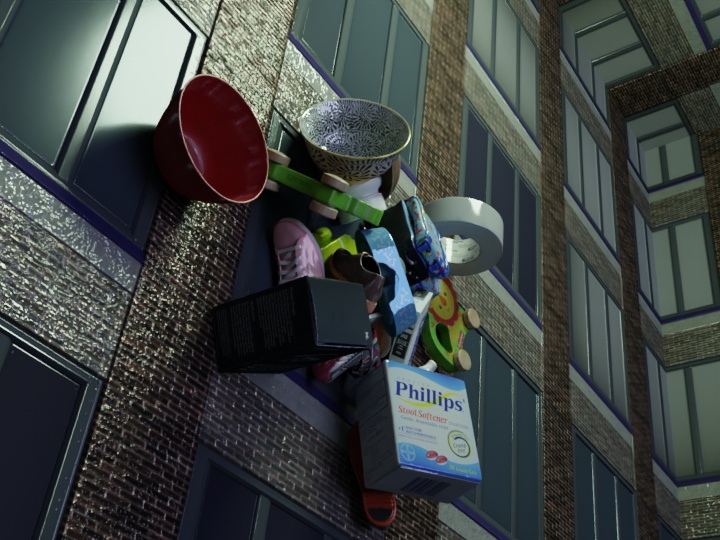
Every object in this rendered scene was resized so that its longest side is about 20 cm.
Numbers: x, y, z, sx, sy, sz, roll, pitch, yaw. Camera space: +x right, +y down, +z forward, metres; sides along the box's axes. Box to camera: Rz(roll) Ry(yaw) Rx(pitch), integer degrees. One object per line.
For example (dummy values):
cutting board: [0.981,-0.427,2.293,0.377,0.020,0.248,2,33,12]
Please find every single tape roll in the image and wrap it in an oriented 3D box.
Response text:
tape roll: [0.210,-0.071,1.997,0.200,0.198,0.067,42,42,-40]

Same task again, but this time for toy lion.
toy lion: [-0.063,-0.134,1.611,0.069,0.198,0.191,-66,157,4]
toy lion: [0.173,0.100,1.996,0.192,0.068,0.201,47,39,-25]

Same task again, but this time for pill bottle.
pill bottle: [-0.025,-0.197,1.765,0.113,0.113,0.203,-21,92,-59]

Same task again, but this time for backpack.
backpack: [0.105,-0.019,1.845,0.201,0.133,0.184,57,15,-34]

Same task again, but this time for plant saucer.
plant saucer: [0.027,-0.236,1.806,0.034,0.200,0.203,-19,91,-20]

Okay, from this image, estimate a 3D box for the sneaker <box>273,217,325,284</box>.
sneaker: [-0.108,0.015,1.559,0.105,0.074,0.203,-36,110,-63]

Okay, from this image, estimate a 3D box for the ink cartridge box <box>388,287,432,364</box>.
ink cartridge box: [0.086,0.141,1.775,0.100,0.039,0.202,-49,156,-63]

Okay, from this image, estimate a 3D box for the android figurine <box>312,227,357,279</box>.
android figurine: [-0.043,0.008,1.703,0.200,0.041,0.184,-39,108,-57]

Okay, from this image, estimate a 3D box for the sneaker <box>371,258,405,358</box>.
sneaker: [0.048,0.061,1.751,0.080,0.070,0.203,-46,149,-70]

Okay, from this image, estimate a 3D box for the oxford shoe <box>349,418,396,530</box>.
oxford shoe: [0.019,0.357,1.625,0.073,0.070,0.202,87,-4,-60]

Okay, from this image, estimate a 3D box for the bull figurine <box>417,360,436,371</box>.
bull figurine: [0.124,0.265,1.783,0.121,0.064,0.203,-8,106,-59]

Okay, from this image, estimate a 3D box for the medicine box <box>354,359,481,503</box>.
medicine box: [0.097,0.280,1.600,0.180,0.103,0.202,18,48,-30]

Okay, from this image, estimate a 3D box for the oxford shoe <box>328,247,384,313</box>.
oxford shoe: [0.000,0.000,1.596,0.071,0.073,0.200,27,14,-28]

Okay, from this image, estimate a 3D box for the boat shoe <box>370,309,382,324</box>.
boat shoe: [-0.013,0.077,1.606,0.061,0.075,0.200,54,5,6]

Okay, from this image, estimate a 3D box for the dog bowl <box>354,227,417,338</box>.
dog bowl: [0.047,0.017,1.647,0.111,0.049,0.203,165,-94,-77]

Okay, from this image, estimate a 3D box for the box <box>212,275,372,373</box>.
box: [-0.104,0.087,1.409,0.147,0.198,0.106,11,65,-56]

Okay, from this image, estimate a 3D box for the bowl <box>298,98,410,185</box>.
bowl: [-0.015,-0.216,1.645,0.202,0.198,0.095,-63,166,-49]

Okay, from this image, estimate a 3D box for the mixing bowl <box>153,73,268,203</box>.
mixing bowl: [-0.243,-0.184,1.411,0.199,0.107,0.203,32,50,-47]

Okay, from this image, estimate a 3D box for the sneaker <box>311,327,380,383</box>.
sneaker: [-0.014,0.160,1.635,0.199,0.080,0.076,-24,97,-60]
